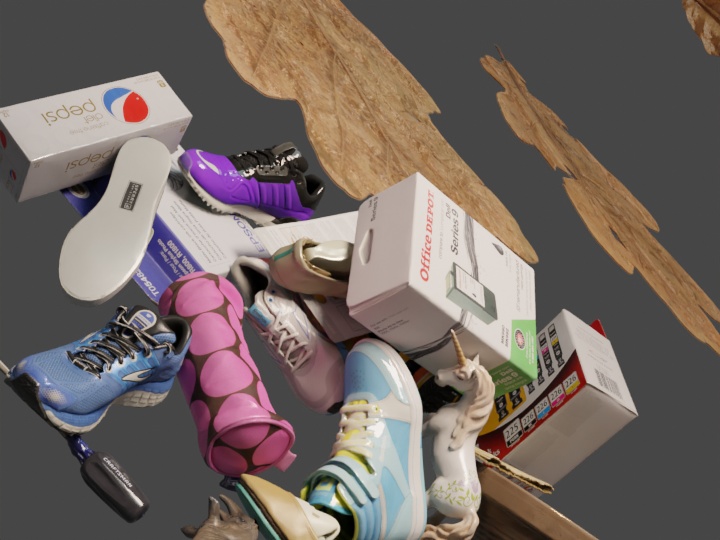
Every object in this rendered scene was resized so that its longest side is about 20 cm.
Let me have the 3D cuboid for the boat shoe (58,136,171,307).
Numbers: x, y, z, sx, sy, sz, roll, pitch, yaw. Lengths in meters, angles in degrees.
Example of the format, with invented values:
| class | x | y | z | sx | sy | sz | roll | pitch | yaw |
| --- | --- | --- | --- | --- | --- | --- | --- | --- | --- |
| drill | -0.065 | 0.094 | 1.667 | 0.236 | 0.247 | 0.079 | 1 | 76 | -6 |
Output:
| class | x | y | z | sx | sy | sz | roll | pitch | yaw |
| --- | --- | --- | --- | --- | --- | --- | --- | --- | --- |
| boat shoe | -0.231 | -0.038 | 0.974 | 0.070 | 0.064 | 0.201 | 21 | 52 | -4 |

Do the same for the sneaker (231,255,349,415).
| class | x | y | z | sx | sy | sz | roll | pitch | yaw |
| --- | --- | --- | --- | --- | --- | --- | --- | --- | --- |
| sneaker | -0.080 | 0.064 | 1.037 | 0.086 | 0.075 | 0.201 | 20 | 30 | -54 |

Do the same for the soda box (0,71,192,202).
| class | x | y | z | sx | sy | sz | roll | pitch | yaw |
| --- | --- | --- | --- | --- | --- | --- | --- | --- | --- |
| soda box | -0.270 | -0.137 | 1.015 | 0.199 | 0.064 | 0.068 | -27 | 72 | -44 |

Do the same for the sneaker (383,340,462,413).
| class | x | y | z | sx | sy | sz | roll | pitch | yaw |
| --- | --- | --- | --- | --- | --- | --- | --- | --- | --- |
| sneaker | 0.083 | 0.117 | 1.140 | 0.090 | 0.070 | 0.200 | 49 | 5 | 26 |

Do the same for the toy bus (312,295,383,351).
| class | x | y | z | sx | sy | sz | roll | pitch | yaw |
| --- | --- | --- | --- | --- | --- | --- | --- | --- | --- |
| toy bus | -0.031 | 0.039 | 1.171 | 0.078 | 0.065 | 0.201 | 26 | 30 | -33 |

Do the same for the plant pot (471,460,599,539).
| class | x | y | z | sx | sy | sz | roll | pitch | yaw |
| --- | --- | --- | --- | --- | --- | --- | --- | --- | --- |
| plant pot | 0.177 | 0.286 | 1.019 | 0.200 | 0.093 | 0.201 | 33 | -7 | 5 |

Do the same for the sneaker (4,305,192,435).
| class | x | y | z | sx | sy | sz | roll | pitch | yaw |
| --- | --- | --- | --- | --- | --- | --- | --- | --- | --- |
| sneaker | -0.202 | 0.067 | 0.811 | 0.078 | 0.090 | 0.200 | 38 | 17 | 12 |

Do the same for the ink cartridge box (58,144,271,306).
| class | x | y | z | sx | sy | sz | roll | pitch | yaw |
| --- | --- | --- | --- | --- | --- | --- | --- | --- | --- |
| ink cartridge box | -0.209 | -0.061 | 1.086 | 0.200 | 0.041 | 0.200 | 48 | 25 | 9 |

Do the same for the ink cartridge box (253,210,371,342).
| class | x | y | z | sx | sy | sz | roll | pitch | yaw |
| --- | --- | --- | --- | --- | --- | --- | --- | --- | --- |
| ink cartridge box | -0.015 | 0.012 | 1.125 | 0.199 | 0.057 | 0.163 | -16 | 61 | -44 |

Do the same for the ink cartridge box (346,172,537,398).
| class | x | y | z | sx | sy | sz | roll | pitch | yaw |
| --- | --- | --- | --- | --- | --- | --- | --- | --- | --- |
| ink cartridge box | 0.087 | 0.021 | 1.023 | 0.199 | 0.084 | 0.147 | 36 | 43 | -33 |

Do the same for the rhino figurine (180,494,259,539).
| class | x | y | z | sx | sy | sz | roll | pitch | yaw |
| --- | --- | --- | --- | --- | --- | --- | --- | --- | --- |
| rhino figurine | -0.096 | 0.243 | 0.757 | 0.087 | 0.060 | 0.201 | 24 | 28 | -27 |

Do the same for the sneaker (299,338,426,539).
| class | x | y | z | sx | sy | sz | roll | pitch | yaw |
| --- | --- | --- | --- | --- | --- | --- | --- | --- | --- |
| sneaker | -0.004 | 0.163 | 0.933 | 0.130 | 0.079 | 0.202 | 2 | 75 | -51 |

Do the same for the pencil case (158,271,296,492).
| class | x | y | z | sx | sy | sz | roll | pitch | yaw |
| --- | --- | --- | --- | --- | --- | --- | --- | --- | --- |
| pencil case | -0.122 | 0.093 | 0.920 | 0.093 | 0.091 | 0.201 | 21 | 31 | -39 |

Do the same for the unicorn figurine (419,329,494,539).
| class | x | y | z | sx | sy | sz | roll | pitch | yaw |
| --- | --- | --- | --- | --- | --- | --- | --- | --- | --- |
| unicorn figurine | 0.081 | 0.174 | 0.995 | 0.073 | 0.137 | 0.202 | 3 | 70 | -48 |

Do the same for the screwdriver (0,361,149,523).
| class | x | y | z | sx | sy | sz | roll | pitch | yaw |
| --- | --- | --- | --- | --- | --- | --- | --- | --- | --- |
| screwdriver | -0.234 | 0.117 | 0.787 | 0.029 | 0.028 | 0.200 | -34 | 75 | -35 |

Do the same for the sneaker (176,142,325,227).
| class | x | y | z | sx | sy | sz | roll | pitch | yaw |
| --- | --- | --- | --- | --- | --- | --- | --- | --- | --- |
| sneaker | -0.115 | -0.110 | 1.141 | 0.199 | 0.100 | 0.070 | 24 | 24 | -49 |

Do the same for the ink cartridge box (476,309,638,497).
| class | x | y | z | sx | sy | sz | roll | pitch | yaw |
| --- | --- | --- | --- | --- | --- | --- | --- | --- | --- |
| ink cartridge box | 0.207 | 0.154 | 1.190 | 0.083 | 0.200 | 0.176 | 32 | 27 | -22 |

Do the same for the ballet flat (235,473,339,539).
| class | x | y | z | sx | sy | sz | roll | pitch | yaw |
| --- | --- | --- | --- | --- | --- | --- | --- | --- | --- |
| ballet flat | -0.030 | 0.245 | 0.841 | 0.063 | 0.069 | 0.201 | -30 | 76 | -19 |

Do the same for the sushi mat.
| class | x | y | z | sx | sy | sz | roll | pitch | yaw |
| --- | --- | --- | --- | --- | --- | --- | --- | --- | --- |
| sushi mat | 0.116 | 0.191 | 1.094 | 0.095 | 0.012 | 0.200 | 32 | -7 | -29 |

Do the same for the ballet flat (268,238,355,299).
| class | x | y | z | sx | sy | sz | roll | pitch | yaw |
| --- | --- | --- | --- | --- | --- | --- | --- | --- | --- |
| ballet flat | 0.000 | 0.000 | 1.054 | 0.199 | 0.070 | 0.070 | 7 | 42 | -37 |
